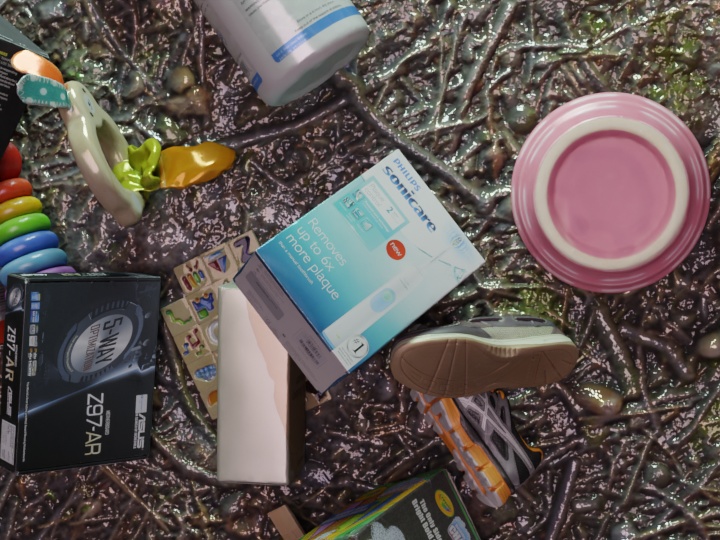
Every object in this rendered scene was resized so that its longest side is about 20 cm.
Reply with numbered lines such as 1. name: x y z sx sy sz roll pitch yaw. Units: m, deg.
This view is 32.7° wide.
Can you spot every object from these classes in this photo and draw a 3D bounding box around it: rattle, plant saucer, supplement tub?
1. rattle: -0.240 -0.155 1.243 0.142 0.130 0.201 -15 116 22
2. plant saucer: 0.249 -0.077 1.224 0.199 0.051 0.203 1 95 9
3. supplement tub: -0.095 -0.279 1.225 0.131 0.132 0.201 -34 89 11

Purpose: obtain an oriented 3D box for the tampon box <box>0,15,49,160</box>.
1. tampon box: -0.442 -0.179 1.265 0.150 0.126 0.201 37 103 42

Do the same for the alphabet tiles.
1. alphabet tiles: -0.116 0.067 1.321 0.165 0.006 0.201 -26 90 10

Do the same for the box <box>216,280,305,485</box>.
1. box: -0.101 0.113 1.273 0.077 0.095 0.202 2 97 9

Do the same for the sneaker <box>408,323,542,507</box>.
1. sneaker: 0.111 0.140 1.262 0.077 0.078 0.201 -29 83 -18

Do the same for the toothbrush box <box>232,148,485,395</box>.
1. toothbrush box: 0.000 0.000 1.204 0.200 0.085 0.147 -36 87 -31

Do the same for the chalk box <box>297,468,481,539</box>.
1. chalk box: 0.040 0.287 1.238 0.124 0.199 0.126 -26 88 43

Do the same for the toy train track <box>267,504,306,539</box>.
1. toy train track: -0.093 0.317 1.329 0.199 0.033 0.115 -29 97 16

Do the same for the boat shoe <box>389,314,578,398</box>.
1. boat shoe: 0.118 0.079 1.221 0.198 0.065 0.072 -2 123 -18

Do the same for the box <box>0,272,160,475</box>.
1. box: -0.292 0.103 1.282 0.043 0.159 0.202 11 98 47

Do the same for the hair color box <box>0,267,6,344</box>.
1. hair color box: -0.488 0.045 1.354 0.198 0.064 0.112 -12 94 9

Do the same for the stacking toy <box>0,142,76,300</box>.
1. stacking toy: -0.369 -0.046 1.324 0.085 0.085 0.201 -23 84 11
